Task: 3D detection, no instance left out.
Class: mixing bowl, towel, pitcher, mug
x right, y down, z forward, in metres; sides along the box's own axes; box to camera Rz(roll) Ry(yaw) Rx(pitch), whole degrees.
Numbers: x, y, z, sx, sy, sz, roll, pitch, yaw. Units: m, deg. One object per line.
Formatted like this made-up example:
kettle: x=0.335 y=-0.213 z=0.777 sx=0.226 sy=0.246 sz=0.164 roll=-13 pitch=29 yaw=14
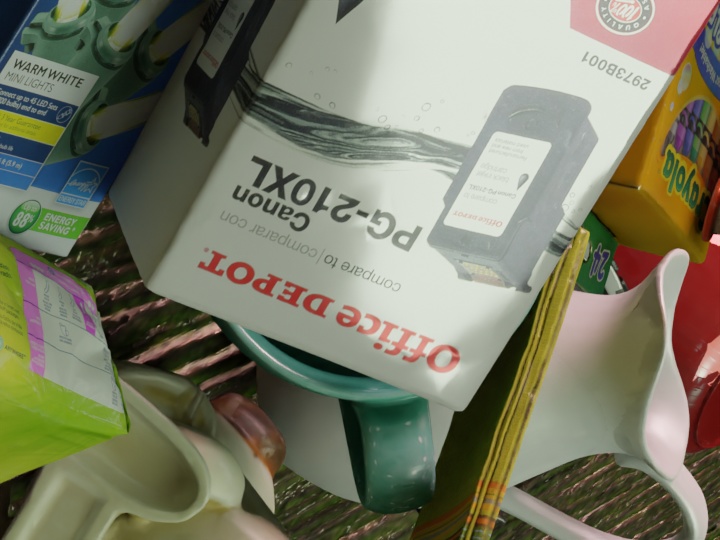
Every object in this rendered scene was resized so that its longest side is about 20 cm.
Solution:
mixing bowl: x=0.186 y=0.032 z=1.532 sx=0.200 sy=0.108 sz=0.201 roll=-35 pitch=150 yaw=-24
towel: x=0.044 y=0.076 z=1.115 sx=0.086 sy=0.018 sz=0.201 roll=-41 pitch=-156 yaw=59
pitcher: x=0.062 y=0.072 z=1.263 sx=0.121 sy=0.199 sz=0.172 roll=-61 pitch=145 yaw=-57
mug: x=-0.007 y=-0.009 z=1.123 sx=0.186 sy=0.151 sz=0.114 roll=-64 pitch=-174 yaw=-4

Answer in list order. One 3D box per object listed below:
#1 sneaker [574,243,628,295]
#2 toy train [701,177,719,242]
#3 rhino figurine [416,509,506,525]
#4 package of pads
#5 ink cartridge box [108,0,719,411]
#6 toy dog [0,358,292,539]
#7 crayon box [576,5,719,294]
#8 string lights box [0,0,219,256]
sneaker: x=0.076 y=-0.008 z=1.370 sx=0.087 sy=0.076 sz=0.200 roll=-36 pitch=145 yaw=-4
toy train: x=0.191 y=-0.082 z=1.268 sx=0.150 sy=0.055 sz=0.201 roll=25 pitch=75 yaw=-64
rhino figurine: x=0.040 y=0.092 z=1.408 sx=0.060 sy=0.087 sz=0.200 roll=-38 pitch=151 yaw=-20
package of pads: x=-0.186 y=0.036 z=0.948 sx=0.154 sy=0.069 sz=0.200 roll=-22 pitch=158 yaw=15
ink cartridge box: x=0.019 y=-0.067 z=0.975 sx=0.144 sy=0.084 sz=0.201 roll=22 pitch=110 yaw=-25
toy dog: x=-0.084 y=0.106 z=1.150 sx=0.200 sy=0.193 sz=0.140 roll=-95 pitch=-153 yaw=-81
crayon box: x=0.148 y=-0.088 z=1.293 sx=0.126 sy=0.051 sz=0.201 roll=37 pitch=69 yaw=-64
string lights box: x=-0.101 y=-0.108 z=0.966 sx=0.201 sy=0.059 sz=0.103 roll=-56 pitch=151 yaw=13
